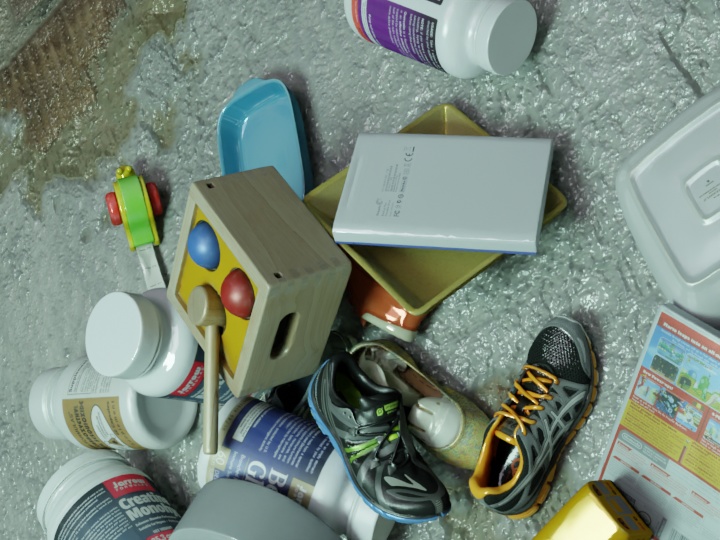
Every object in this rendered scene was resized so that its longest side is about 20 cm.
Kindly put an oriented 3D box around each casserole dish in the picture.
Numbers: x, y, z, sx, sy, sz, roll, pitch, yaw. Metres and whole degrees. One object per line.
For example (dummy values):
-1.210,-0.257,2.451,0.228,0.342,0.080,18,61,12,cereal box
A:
-0.106,-0.125,1.550,0.120,0.039,0.203,-23,66,33,casserole dish

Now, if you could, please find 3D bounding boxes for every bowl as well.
0.322,-0.063,1.174,0.199,0.074,0.201,-38,59,28,bowl

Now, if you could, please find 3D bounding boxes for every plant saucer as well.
0.073,-0.054,1.339,0.199,0.049,0.200,-35,54,-15,plant saucer

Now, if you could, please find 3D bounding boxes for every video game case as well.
0.286,0.150,1.163,0.142,0.017,0.202,34,118,38,video game case

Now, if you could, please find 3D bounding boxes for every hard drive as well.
0.082,-0.078,1.308,0.197,0.026,0.133,4,53,15,hard drive

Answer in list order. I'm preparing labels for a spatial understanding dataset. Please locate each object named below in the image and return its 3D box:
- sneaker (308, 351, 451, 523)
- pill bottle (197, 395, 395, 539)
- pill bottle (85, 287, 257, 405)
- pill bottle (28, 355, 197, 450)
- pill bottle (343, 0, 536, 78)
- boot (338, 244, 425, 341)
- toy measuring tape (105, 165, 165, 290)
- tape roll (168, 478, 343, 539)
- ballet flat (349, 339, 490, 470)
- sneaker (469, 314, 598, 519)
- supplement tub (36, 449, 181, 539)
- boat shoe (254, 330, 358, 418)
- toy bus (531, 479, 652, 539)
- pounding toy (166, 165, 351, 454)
0.017,0.163,1.302,0.200,0.070,0.083,52,141,27,sneaker
-0.059,0.213,1.375,0.198,0.111,0.112,20,93,19,pill bottle
-0.200,0.083,1.479,0.118,0.199,0.121,-8,76,37,pill bottle
-0.301,0.157,1.599,0.198,0.114,0.116,-6,77,37,pill bottle
0.083,-0.268,1.380,0.199,0.112,0.114,30,99,38,pill bottle
0.000,0.000,1.421,0.199,0.075,0.108,28,104,37,boot
-0.270,-0.051,1.640,0.073,0.073,0.202,-36,59,27,toy measuring tape
-0.095,0.300,1.354,0.198,0.201,0.066,2,44,39,tape roll
0.057,0.134,1.350,0.200,0.070,0.071,40,106,36,ballet flat
0.162,0.139,1.259,0.078,0.077,0.203,19,92,41,sneaker
-0.270,0.314,1.526,0.200,0.140,0.141,41,107,35,supplement tub
-0.085,0.137,1.464,0.200,0.061,0.073,-44,59,24,boat shoe
0.175,0.281,1.212,0.201,0.078,0.065,-51,60,21,toy bus
-0.121,0.040,1.347,0.185,0.141,0.201,50,138,32,pounding toy
